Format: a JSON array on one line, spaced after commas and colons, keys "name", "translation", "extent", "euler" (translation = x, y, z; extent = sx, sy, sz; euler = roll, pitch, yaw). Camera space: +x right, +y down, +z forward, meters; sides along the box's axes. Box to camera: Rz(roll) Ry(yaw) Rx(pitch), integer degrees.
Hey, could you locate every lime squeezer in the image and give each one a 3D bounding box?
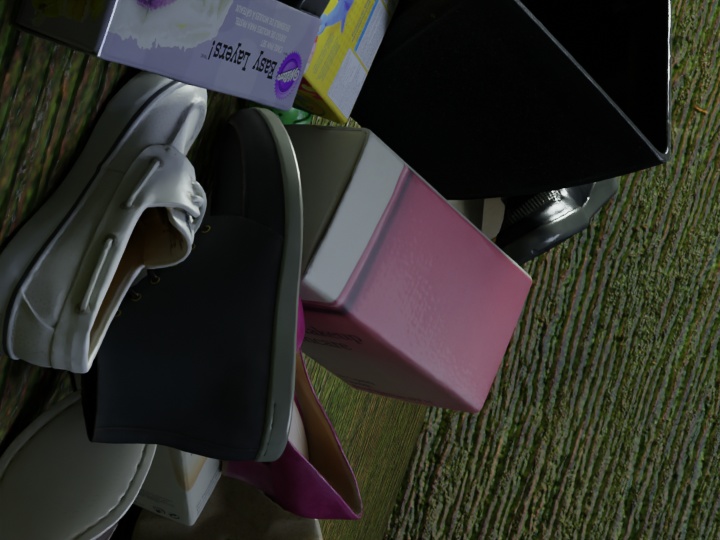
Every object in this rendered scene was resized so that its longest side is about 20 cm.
[{"name": "lime squeezer", "translation": [-0.056, -0.125, 1.017], "extent": [0.200, 0.038, 0.071], "euler": [55, 24, -78]}]

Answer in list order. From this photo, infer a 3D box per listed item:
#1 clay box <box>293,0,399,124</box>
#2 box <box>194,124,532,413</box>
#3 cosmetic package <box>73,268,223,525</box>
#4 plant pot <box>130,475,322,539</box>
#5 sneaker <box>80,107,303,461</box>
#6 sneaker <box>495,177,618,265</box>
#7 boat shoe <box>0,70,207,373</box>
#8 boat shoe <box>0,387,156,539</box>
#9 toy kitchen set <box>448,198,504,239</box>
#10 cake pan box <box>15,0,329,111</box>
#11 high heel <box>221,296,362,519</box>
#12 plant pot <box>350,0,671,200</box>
[{"name": "clay box", "translation": [-0.034, -0.176, 0.880], "extent": [0.115, 0.047, 0.200], "euler": [-67, 158, -8]}, {"name": "box", "translation": [0.000, 0.000, 1.001], "extent": [0.200, 0.128, 0.109], "euler": [38, 69, -41]}, {"name": "cosmetic package", "translation": [-0.116, 0.064, 0.917], "extent": [0.200, 0.071, 0.105], "euler": [95, 18, -59]}, {"name": "plant pot", "translation": [-0.095, 0.248, 1.098], "extent": [0.184, 0.200, 0.201], "euler": [92, 20, -43]}, {"name": "sneaker", "translation": [-0.090, -0.002, 0.792], "extent": [0.075, 0.106, 0.201], "euler": [129, -37, -60]}, {"name": "sneaker", "translation": [0.127, -0.073, 1.129], "extent": [0.076, 0.114, 0.199], "euler": [-30, -172, 32]}, {"name": "boat shoe", "translation": [-0.112, -0.028, 0.748], "extent": [0.071, 0.070, 0.200], "euler": [101, 14, -46]}, {"name": "boat shoe", "translation": [-0.171, 0.147, 0.790], "extent": [0.200, 0.072, 0.060], "euler": [-60, 174, -28]}, {"name": "toy kitchen set", "translation": [0.022, -0.064, 1.208], "extent": [0.180, 0.200, 0.164], "euler": [-32, -144, 36]}, {"name": "cake pan box", "translation": [-0.060, -0.175, 0.692], "extent": [0.200, 0.052, 0.185], "euler": [7, 106, -68]}, {"name": "high heel", "translation": [-0.032, 0.081, 0.916], "extent": [0.067, 0.096, 0.200], "euler": [-61, 167, -48]}, {"name": "plant pot", "translation": [0.090, -0.164, 1.056], "extent": [0.177, 0.199, 0.200], "euler": [-28, -144, 34]}]
